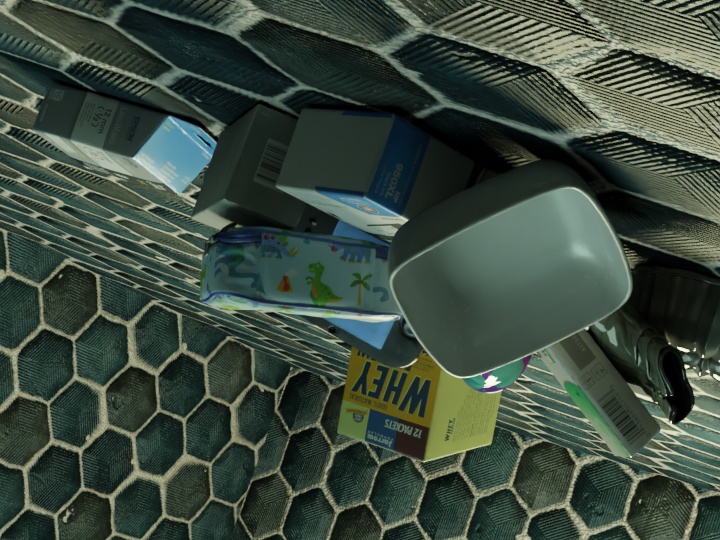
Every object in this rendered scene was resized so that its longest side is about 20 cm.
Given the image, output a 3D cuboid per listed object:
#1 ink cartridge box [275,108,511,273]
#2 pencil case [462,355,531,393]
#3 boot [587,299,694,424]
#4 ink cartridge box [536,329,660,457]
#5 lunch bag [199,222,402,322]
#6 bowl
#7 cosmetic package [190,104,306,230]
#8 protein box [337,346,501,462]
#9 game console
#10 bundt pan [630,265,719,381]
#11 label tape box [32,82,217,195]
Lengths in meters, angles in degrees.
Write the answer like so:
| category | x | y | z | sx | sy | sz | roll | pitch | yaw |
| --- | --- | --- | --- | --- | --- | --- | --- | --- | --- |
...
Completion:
| category | x | y | z | sx | sy | sz | roll | pitch | yaw |
| --- | --- | --- | --- | --- | --- | --- | --- | --- | --- |
| ink cartridge box | 0.045 | -0.073 | 1.460 | 0.199 | 0.085 | 0.144 | 26 | 171 | -37 |
| pencil case | 0.112 | 0.053 | 1.629 | 0.091 | 0.086 | 0.200 | -6 | 149 | 22 |
| boot | 0.267 | 0.053 | 1.527 | 0.131 | 0.068 | 0.201 | 39 | 163 | 51 |
| ink cartridge box | 0.226 | 0.117 | 1.633 | 0.161 | 0.050 | 0.200 | 52 | 171 | 1 |
| lunch bag | -0.061 | 0.006 | 1.562 | 0.198 | 0.084 | 0.161 | 7 | 174 | -12 |
| bowl | 0.129 | -0.009 | 1.385 | 0.198 | 0.075 | 0.200 | -25 | 137 | 9 |
| cosmetic package | -0.107 | -0.096 | 1.604 | 0.089 | 0.108 | 0.200 | 21 | 173 | -11 |
| protein box | 0.090 | 0.125 | 2.033 | 0.134 | 0.201 | 0.199 | 15 | -171 | 29 |
| game console | 0.000 | 0.000 | 1.689 | 0.199 | 0.178 | 0.031 | 29 | -144 | 6 |
| bundt pan | 0.364 | 0.066 | 1.622 | 0.200 | 0.076 | 0.202 | 21 | 172 | 3 |
| label tape box | -0.255 | -0.142 | 1.792 | 0.198 | 0.067 | 0.143 | 19 | 171 | 20 |
